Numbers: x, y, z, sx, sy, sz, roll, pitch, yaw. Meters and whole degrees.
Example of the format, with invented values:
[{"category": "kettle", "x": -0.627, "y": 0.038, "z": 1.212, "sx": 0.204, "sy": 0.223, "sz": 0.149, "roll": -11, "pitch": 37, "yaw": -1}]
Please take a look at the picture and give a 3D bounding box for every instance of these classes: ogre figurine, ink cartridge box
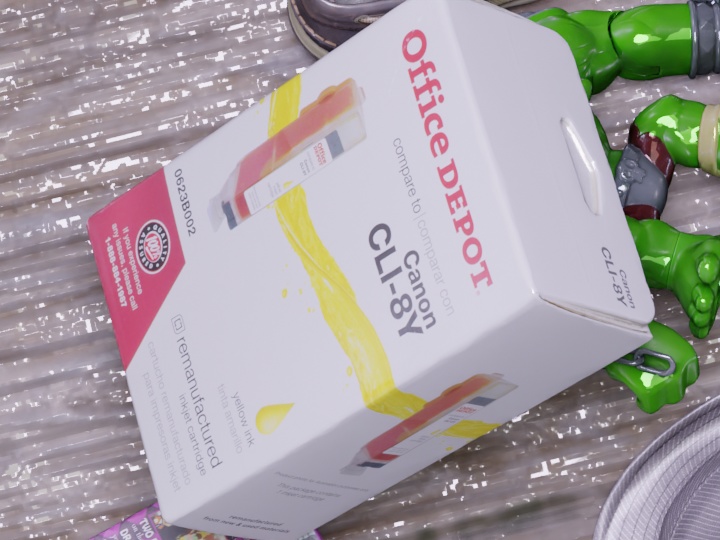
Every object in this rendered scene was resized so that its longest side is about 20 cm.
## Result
[{"category": "ogre figurine", "x": 0.103, "y": -0.040, "z": 1.206, "sx": 0.119, "sy": 0.098, "sz": 0.201, "roll": 13, "pitch": 77, "yaw": 11}, {"category": "ink cartridge box", "x": 0.000, "y": 0.000, "z": 1.148, "sx": 0.200, "sy": 0.083, "sz": 0.146, "roll": -32, "pitch": 61, "yaw": 30}]

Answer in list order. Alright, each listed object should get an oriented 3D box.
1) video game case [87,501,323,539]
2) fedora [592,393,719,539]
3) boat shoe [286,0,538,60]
[{"category": "video game case", "x": -0.070, "y": 0.199, "z": 1.195, "sx": 0.181, "sy": 0.036, "sz": 0.200, "roll": -29, "pitch": 69, "yaw": -2}, {"category": "fedora", "x": 0.198, "y": 0.127, "z": 1.197, "sx": 0.199, "sy": 0.090, "sz": 0.177, "roll": -15, "pitch": 85, "yaw": -1}, {"category": "boat shoe", "x": 0.061, "y": -0.147, "z": 1.228, "sx": 0.200, "sy": 0.073, "sz": 0.075, "roll": -32, "pitch": 86, "yaw": -2}]
